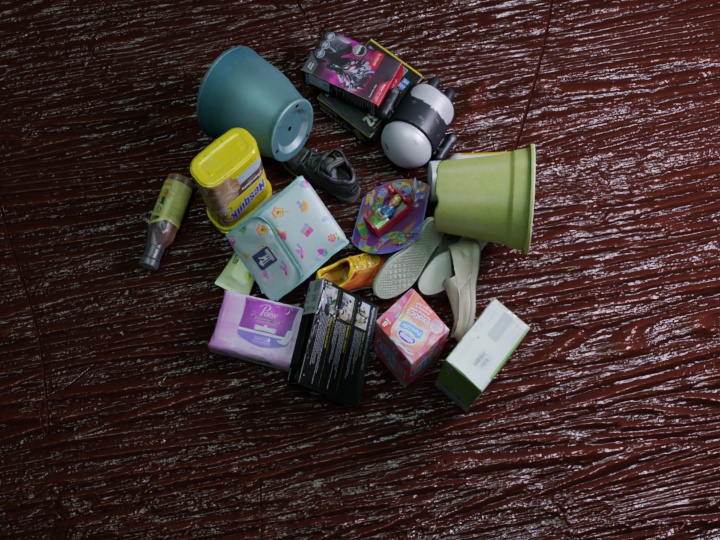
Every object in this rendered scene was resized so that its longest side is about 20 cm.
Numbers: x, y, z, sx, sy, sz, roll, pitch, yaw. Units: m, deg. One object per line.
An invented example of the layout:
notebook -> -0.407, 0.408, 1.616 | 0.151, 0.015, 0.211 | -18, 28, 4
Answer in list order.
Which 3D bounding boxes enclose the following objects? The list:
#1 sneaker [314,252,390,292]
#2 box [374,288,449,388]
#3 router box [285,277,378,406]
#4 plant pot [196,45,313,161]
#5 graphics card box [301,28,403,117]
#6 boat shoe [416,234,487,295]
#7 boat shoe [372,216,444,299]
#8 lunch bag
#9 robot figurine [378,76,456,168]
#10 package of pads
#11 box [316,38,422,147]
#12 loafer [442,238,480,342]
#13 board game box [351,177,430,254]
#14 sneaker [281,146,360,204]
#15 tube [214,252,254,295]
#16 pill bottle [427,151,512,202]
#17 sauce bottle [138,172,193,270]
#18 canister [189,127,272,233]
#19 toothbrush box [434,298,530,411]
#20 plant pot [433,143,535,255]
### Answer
sneaker -> 0.000, 0.000, 1.378 | 0.196, 0.078, 0.074 | -25, 70, -20
box -> 0.089, 0.130, 1.267 | 0.094, 0.201, 0.103 | -38, 74, -13
router box -> -0.050, 0.139, 1.303 | 0.147, 0.050, 0.206 | 27, 66, -33
plant pot -> -0.205, -0.327, 1.422 | 0.186, 0.201, 0.201 | 33, 73, 21
graphics card box -> -0.018, -0.434, 1.504 | 0.196, 0.051, 0.128 | 27, 72, 11
boat shoe -> 0.185, -0.033, 1.401 | 0.201, 0.060, 0.072 | -44, 120, -7
boat shoe -> 0.092, -0.025, 1.377 | 0.075, 0.062, 0.201 | 44, 76, -23
lunch bag -> -0.149, -0.062, 1.361 | 0.198, 0.122, 0.172 | -38, 103, -8
robot figurine -> 0.125, -0.315, 1.473 | 0.147, 0.126, 0.203 | 22, 70, 27
package of pads -> -0.189, 0.119, 1.339 | 0.194, 0.076, 0.124 | 12, 71, 5
box -> 0.022, -0.400, 1.543 | 0.159, 0.050, 0.201 | 38, 74, 11
loafer -> 0.193, 0.039, 1.350 | 0.066, 0.076, 0.207 | 6, 88, 2
board game box -> 0.055, -0.125, 1.398 | 0.154, 0.039, 0.204 | -4, 50, 25
sneaker -> -0.087, -0.226, 1.446 | 0.197, 0.115, 0.077 | 33, 71, 14
tube -> -0.220, -0.044, 1.415 | 0.057, 0.052, 0.204 | 13, 70, 42
pill bottle -> 0.241, -0.187, 1.429 | 0.193, 0.113, 0.116 | -2, 69, -1
sauce bottle -> -0.406, -0.101, 1.425 | 0.064, 0.066, 0.205 | 13, 69, 5
canister -> -0.257, -0.177, 1.380 | 0.148, 0.201, 0.087 | -42, 73, -14
toothbrush box -> 0.218, 0.160, 1.256 | 0.086, 0.201, 0.146 | 39, 74, 13
plant pot -> 0.232, -0.137, 1.301 | 0.178, 0.201, 0.207 | 3, 69, 11
